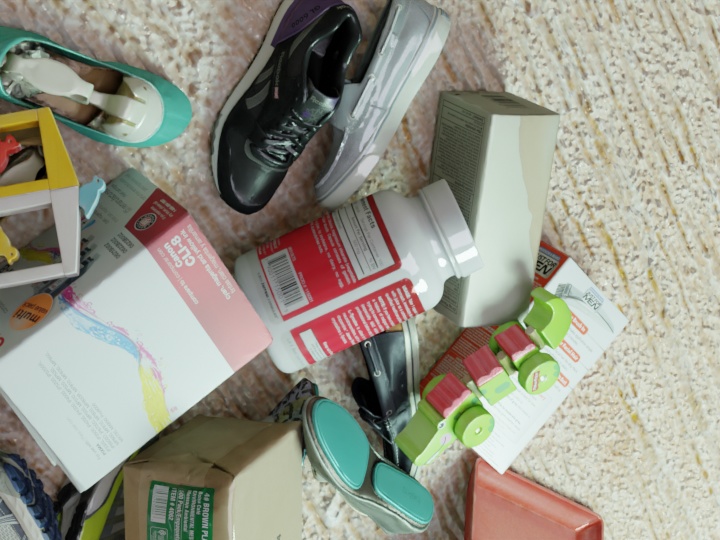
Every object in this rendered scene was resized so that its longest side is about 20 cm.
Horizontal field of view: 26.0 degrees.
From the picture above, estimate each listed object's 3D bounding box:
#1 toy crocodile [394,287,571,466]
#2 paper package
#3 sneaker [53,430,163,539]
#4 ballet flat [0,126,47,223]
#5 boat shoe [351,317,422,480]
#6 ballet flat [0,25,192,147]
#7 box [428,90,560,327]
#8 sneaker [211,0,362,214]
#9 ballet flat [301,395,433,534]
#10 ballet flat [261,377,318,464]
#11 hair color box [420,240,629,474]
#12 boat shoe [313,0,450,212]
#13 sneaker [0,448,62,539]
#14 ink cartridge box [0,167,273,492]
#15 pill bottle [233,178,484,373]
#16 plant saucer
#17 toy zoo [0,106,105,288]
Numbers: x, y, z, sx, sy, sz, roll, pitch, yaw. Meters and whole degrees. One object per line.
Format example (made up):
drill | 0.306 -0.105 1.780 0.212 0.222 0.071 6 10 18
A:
toy crocodile | 0.112 0.098 1.410 0.200 0.068 0.062 -40 137 0
paper package | -0.121 0.240 1.329 0.103 0.191 0.202 4 100 14
sneaker | -0.209 0.181 1.371 0.081 0.074 0.201 20 104 -43
ballet flat | -0.316 -0.046 1.222 0.200 0.063 0.069 -43 122 -7
boat shoe | 0.023 0.120 1.462 0.062 0.075 0.201 -11 121 -11
ballet flat | -0.214 -0.137 1.238 0.199 0.070 0.068 17 99 -33
box | 0.114 -0.057 1.433 0.077 0.095 0.201 -3 111 -29
sneaker | -0.062 -0.137 1.310 0.075 0.087 0.201 17 100 -32
ballet flat | -0.009 0.184 1.417 0.200 0.063 0.068 45 44 -36
ballet flat | -0.087 0.194 1.437 0.072 0.072 0.202 3 105 -29
hair color box | 0.157 0.085 1.528 0.200 0.064 0.111 -49 122 -2
boat shoe | 0.002 -0.151 1.361 0.071 0.070 0.202 29 95 -14
sneaker | -0.321 0.184 1.299 0.085 0.077 0.201 -32 103 2
ink cartridge box | -0.206 0.045 1.266 0.200 0.145 0.145 -39 122 -11
pill bottle | 0.000 0.000 1.351 0.199 0.112 0.113 -24 120 3
plant saucer | 0.170 0.315 1.583 0.199 0.037 0.201 28 53 -33
toy zoo | -0.293 -0.049 1.186 0.198 0.020 0.132 -11 82 -5
